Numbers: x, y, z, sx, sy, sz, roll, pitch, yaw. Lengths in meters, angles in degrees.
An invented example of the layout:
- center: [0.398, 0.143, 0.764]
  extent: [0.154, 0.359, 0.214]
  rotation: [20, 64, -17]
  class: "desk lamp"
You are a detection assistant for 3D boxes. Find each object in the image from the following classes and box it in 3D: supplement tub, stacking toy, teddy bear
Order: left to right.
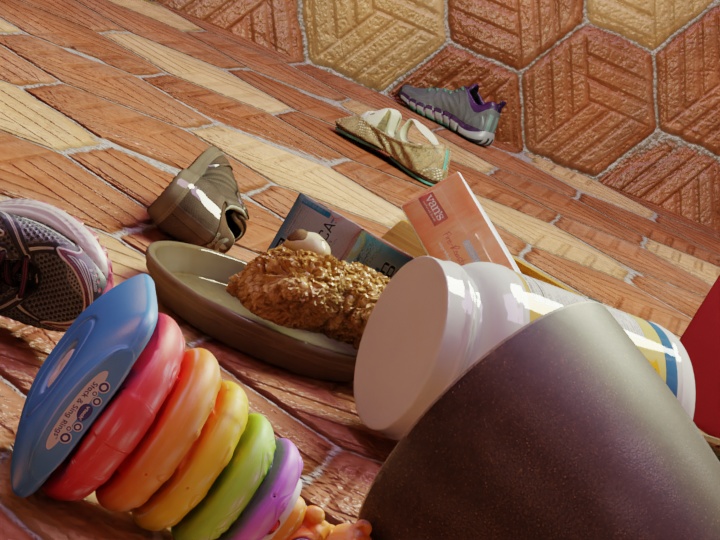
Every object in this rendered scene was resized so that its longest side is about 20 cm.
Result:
- center: [-0.073, 0.105, 1.078]
  extent: [0.200, 0.116, 0.110]
  rotation: [36, 8, -14]
  class: "stacking toy"
- center: [0.001, 0.020, 1.548]
  extent: [0.200, 0.067, 0.145]
  rotation: [22, 8, -20]
  class: "teddy bear"
- center: [0.111, 0.079, 1.447]
  extent: [0.200, 0.145, 0.145]
  rotation: [20, 11, -24]
  class: "supplement tub"

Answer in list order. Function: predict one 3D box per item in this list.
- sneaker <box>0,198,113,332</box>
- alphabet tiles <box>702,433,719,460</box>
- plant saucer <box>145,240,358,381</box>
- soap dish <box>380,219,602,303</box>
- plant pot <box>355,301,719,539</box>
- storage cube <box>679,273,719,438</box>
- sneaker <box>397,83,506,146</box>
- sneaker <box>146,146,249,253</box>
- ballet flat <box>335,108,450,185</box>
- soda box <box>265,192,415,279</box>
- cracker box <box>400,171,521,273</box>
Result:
- center: [-0.243, -0.007, 1.282]
  extent: [0.200, 0.081, 0.075]
  rotation: [19, 23, 12]
  class: "sneaker"
- center: [0.296, 0.153, 1.725]
  extent: [0.166, 0.006, 0.200]
  rotation: [17, -8, 35]
  class: "alphabet tiles"
- center: [-0.072, 0.033, 1.583]
  extent: [0.200, 0.030, 0.200]
  rotation: [24, 11, -5]
  class: "plant saucer"
- center: [0.115, 0.027, 1.896]
  extent: [0.200, 0.081, 0.157]
  rotation: [32, 12, 30]
  class: "soap dish"
- center: [0.132, 0.152, 1.112]
  extent: [0.200, 0.187, 0.187]
  rotation: [46, 18, 23]
  class: "plant pot"
- center: [0.402, 0.095, 1.887]
  extent: [0.171, 0.180, 0.200]
  rotation: [26, 8, -41]
  class: "storage cube"
- center: [0.157, -0.283, 3.546]
  extent: [0.200, 0.088, 0.074]
  rotation: [31, 12, 29]
  class: "sneaker"
- center: [-0.132, -0.051, 1.817]
  extent: [0.076, 0.070, 0.200]
  rotation: [43, 13, -3]
  class: "sneaker"
- center: [0.049, -0.177, 2.823]
  extent: [0.200, 0.065, 0.070]
  rotation: [31, 13, 35]
  class: "ballet flat"
- center: [0.000, 0.000, 1.719]
  extent: [0.068, 0.064, 0.200]
  rotation: [30, 0, 25]
  class: "soda box"
- center: [0.103, 0.015, 1.696]
  extent: [0.134, 0.058, 0.200]
  rotation: [61, 4, 19]
  class: "cracker box"
